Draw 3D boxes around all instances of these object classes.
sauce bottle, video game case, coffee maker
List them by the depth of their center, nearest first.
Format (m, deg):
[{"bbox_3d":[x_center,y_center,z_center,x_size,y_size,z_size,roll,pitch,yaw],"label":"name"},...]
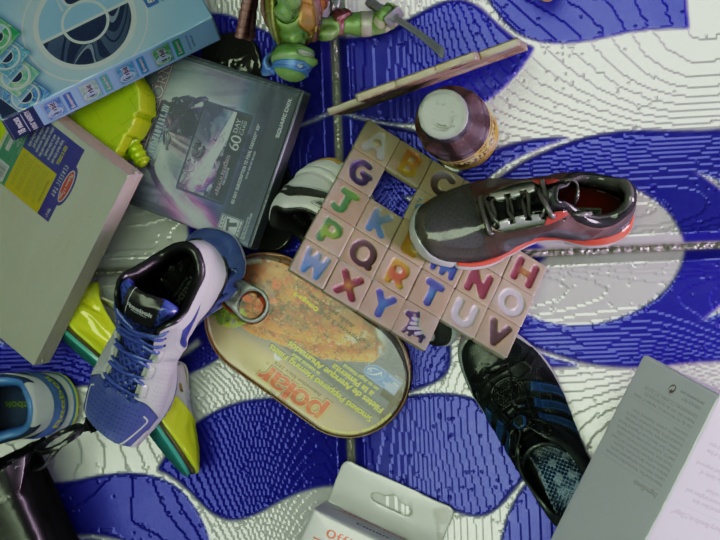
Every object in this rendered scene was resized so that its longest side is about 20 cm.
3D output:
[{"bbox_3d":[0.077,-0.119,1.594,0.066,0.200,0.066,0,91,9],"label":"sauce bottle"},{"bbox_3d":[-0.280,0.261,1.665,0.192,0.135,0.200,-24,96,29],"label":"coffee maker"},{"bbox_3d":[-0.151,-0.115,1.691,0.199,0.019,0.143,20,92,26],"label":"video game case"}]

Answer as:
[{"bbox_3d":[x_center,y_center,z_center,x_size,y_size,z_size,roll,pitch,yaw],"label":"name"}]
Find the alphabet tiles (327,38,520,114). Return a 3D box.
[{"bbox_3d":[0.055,-0.159,1.591,0.167,0.200,0.008,-19,92,8],"label":"alphabet tiles"}]

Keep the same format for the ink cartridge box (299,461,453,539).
[{"bbox_3d":[-0.008,0.279,1.668,0.116,0.067,0.201,23,93,8],"label":"ink cartridge box"}]

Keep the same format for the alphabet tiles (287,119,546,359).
[{"bbox_3d":[0.057,-0.014,1.632,0.200,0.008,0.167,31,60,-7],"label":"alphabet tiles"}]

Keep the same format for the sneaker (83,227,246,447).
[{"bbox_3d":[-0.181,0.048,1.609,0.080,0.115,0.200,33,98,15],"label":"sneaker"}]

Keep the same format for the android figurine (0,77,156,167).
[{"bbox_3d":[-0.256,-0.162,1.710,0.182,0.041,0.200,-37,73,14],"label":"android figurine"}]

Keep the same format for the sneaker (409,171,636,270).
[{"bbox_3d":[0.140,-0.055,1.619,0.199,0.082,0.077,-10,73,-10],"label":"sneaker"}]

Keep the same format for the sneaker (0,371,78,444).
[{"bbox_3d":[-0.357,0.126,1.718,0.199,0.082,0.074,-11,89,10],"label":"sneaker"}]

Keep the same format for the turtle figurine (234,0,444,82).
[{"bbox_3d":[-0.013,-0.262,1.630,0.143,0.200,0.195,8,73,-30],"label":"turtle figurine"}]

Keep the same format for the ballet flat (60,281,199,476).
[{"bbox_3d":[-0.194,0.090,1.706,0.067,0.067,0.200,-41,81,-17],"label":"ballet flat"}]

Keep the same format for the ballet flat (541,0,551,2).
[{"bbox_3d":[0.119,-0.322,1.664,0.072,0.068,0.201,-14,87,28],"label":"ballet flat"}]

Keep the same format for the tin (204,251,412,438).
[{"bbox_3d":[-0.046,0.066,1.693,0.200,0.042,0.112,36,91,7],"label":"tin"}]

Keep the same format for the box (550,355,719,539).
[{"bbox_3d":[0.268,0.197,1.574,0.152,0.106,0.200,26,94,-31],"label":"box"}]

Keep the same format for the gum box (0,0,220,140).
[{"bbox_3d":[-0.247,-0.231,1.665,0.200,0.045,0.170,-27,68,-4],"label":"gum box"}]

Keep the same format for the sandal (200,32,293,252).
[{"bbox_3d":[-0.106,-0.112,1.700,0.075,0.045,0.201,-12,87,8],"label":"sandal"}]

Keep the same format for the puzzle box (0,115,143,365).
[{"bbox_3d":[-0.283,-0.035,1.681,0.133,0.025,0.200,37,110,21],"label":"puzzle box"}]

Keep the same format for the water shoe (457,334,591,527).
[{"bbox_3d":[0.150,0.132,1.640,0.071,0.079,0.200,-33,85,6],"label":"water shoe"}]

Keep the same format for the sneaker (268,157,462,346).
[{"bbox_3d":[0.000,0.000,1.650,0.200,0.076,0.088,46,51,7],"label":"sneaker"}]
